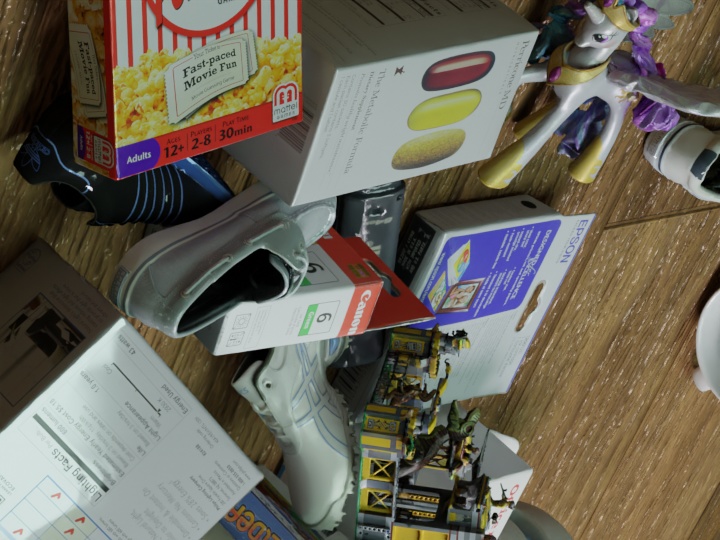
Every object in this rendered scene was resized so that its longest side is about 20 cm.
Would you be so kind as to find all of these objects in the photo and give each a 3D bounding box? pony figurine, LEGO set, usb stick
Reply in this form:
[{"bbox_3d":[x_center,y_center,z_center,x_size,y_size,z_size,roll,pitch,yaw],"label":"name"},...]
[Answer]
[{"bbox_3d":[0.196,-0.151,1.852,0.193,0.167,0.200,-4,144,-41],"label":"pony figurine"},{"bbox_3d":[0.067,0.135,1.850,0.200,0.116,0.154,-63,160,-70],"label":"LEGO set"},{"bbox_3d":[0.000,0.000,1.852,0.055,0.033,0.200,-4,135,-11],"label":"usb stick"}]

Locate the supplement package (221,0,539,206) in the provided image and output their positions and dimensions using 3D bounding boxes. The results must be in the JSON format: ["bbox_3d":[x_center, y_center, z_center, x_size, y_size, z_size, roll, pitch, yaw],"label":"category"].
[{"bbox_3d":[0.005,-0.134,1.635,0.200,0.110,0.114,-16,137,-43],"label":"supplement package"}]

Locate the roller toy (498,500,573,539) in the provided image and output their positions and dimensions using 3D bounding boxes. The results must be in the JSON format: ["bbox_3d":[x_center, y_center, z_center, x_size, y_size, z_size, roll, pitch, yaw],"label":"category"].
[{"bbox_3d":[0.102,0.298,2.195,0.140,0.200,0.183,12,81,-57],"label":"roller toy"}]

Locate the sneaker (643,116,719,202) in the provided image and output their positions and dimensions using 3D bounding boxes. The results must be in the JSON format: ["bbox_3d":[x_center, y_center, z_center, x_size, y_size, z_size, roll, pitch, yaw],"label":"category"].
[{"bbox_3d":[0.322,-0.086,2.142,0.200,0.071,0.073,7,120,-55],"label":"sneaker"}]

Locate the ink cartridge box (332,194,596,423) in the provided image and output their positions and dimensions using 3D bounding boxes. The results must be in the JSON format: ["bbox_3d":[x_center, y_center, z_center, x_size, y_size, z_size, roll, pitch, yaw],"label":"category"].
[{"bbox_3d":[0.084,0.030,1.994,0.200,0.043,0.198,-7,131,-46],"label":"ink cartridge box"}]

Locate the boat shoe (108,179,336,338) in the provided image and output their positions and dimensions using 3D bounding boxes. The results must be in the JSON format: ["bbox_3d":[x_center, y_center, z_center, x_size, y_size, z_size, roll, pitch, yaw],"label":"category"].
[{"bbox_3d":[-0.075,-0.004,1.579,0.201,0.072,0.070,-27,146,-44],"label":"boat shoe"}]

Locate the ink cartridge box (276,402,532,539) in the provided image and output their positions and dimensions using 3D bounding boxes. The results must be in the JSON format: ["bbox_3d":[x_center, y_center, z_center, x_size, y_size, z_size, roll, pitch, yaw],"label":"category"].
[{"bbox_3d":[0.036,0.191,2.037,0.200,0.125,0.129,-7,131,-50],"label":"ink cartridge box"}]

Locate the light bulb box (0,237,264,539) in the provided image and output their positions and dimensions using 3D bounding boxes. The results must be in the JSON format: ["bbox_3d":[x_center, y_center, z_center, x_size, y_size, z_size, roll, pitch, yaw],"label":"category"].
[{"bbox_3d":[-0.208,0.126,1.598,0.200,0.125,0.198,-43,133,-8],"label":"light bulb box"}]

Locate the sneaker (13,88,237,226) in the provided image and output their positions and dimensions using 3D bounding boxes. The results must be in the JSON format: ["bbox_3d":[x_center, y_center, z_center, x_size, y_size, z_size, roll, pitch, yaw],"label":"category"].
[{"bbox_3d":[-0.150,-0.061,1.568,0.078,0.070,0.200,-45,146,6],"label":"sneaker"}]

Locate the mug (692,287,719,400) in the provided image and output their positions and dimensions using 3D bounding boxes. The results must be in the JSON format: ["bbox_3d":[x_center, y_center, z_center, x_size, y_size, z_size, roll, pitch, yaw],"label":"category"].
[{"bbox_3d":[0.421,0.072,2.406,0.200,0.148,0.175,-31,171,36],"label":"mug"}]

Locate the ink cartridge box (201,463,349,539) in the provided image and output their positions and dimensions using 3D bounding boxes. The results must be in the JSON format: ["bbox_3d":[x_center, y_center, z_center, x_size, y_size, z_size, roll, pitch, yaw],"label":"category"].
[{"bbox_3d":[-0.067,0.262,1.897,0.145,0.200,0.084,-23,145,-49],"label":"ink cartridge box"}]

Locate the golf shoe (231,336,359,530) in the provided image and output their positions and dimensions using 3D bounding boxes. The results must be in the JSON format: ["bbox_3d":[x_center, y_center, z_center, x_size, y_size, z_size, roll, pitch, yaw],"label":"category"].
[{"bbox_3d":[-0.058,0.099,1.809,0.097,0.078,0.200,-4,90,-34],"label":"golf shoe"}]

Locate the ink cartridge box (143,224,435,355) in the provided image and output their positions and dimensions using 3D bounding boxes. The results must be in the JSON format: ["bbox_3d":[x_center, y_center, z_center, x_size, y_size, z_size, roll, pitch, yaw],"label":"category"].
[{"bbox_3d":[-0.045,-0.002,1.699,0.200,0.109,0.050,-8,131,-37],"label":"ink cartridge box"}]

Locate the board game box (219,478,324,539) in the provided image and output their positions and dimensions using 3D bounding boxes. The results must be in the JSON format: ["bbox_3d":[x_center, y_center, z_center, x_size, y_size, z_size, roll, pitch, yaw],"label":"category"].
[{"bbox_3d":[-0.073,0.189,1.817,0.034,0.200,0.135,-47,149,1],"label":"board game box"}]

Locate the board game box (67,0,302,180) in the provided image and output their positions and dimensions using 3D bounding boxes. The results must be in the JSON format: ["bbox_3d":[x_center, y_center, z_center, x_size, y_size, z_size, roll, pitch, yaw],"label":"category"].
[{"bbox_3d":[-0.106,-0.171,1.455,0.151,0.046,0.200,-22,122,-38],"label":"board game box"}]
